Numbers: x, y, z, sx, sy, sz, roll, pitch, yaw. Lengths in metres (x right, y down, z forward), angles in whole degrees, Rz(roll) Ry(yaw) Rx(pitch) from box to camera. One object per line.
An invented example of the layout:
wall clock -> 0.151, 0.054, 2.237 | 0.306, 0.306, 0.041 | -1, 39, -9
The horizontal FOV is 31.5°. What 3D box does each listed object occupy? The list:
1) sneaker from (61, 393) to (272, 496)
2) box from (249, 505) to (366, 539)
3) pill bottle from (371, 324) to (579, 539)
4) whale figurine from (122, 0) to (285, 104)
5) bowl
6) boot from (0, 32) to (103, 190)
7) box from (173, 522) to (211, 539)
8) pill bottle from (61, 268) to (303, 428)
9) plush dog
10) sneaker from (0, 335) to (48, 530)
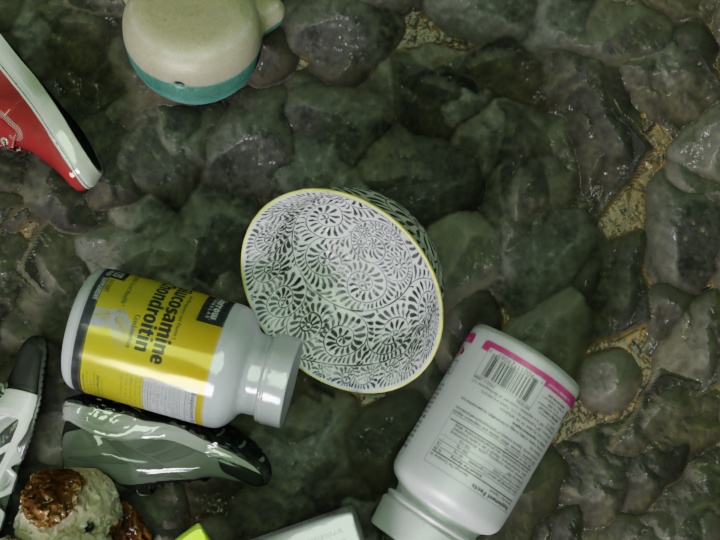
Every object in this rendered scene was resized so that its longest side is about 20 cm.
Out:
sneaker -> -0.176, 0.168, 1.154 | 0.197, 0.074, 0.081 | 12, 94, 5
box -> -0.067, 0.330, 1.100 | 0.196, 0.131, 0.203 | -18, 84, -4
pill bottle -> 0.099, 0.161, 1.133 | 0.113, 0.113, 0.201 | 32, 84, 3
whale figurine -> -0.148, -0.244, 1.198 | 0.157, 0.104, 0.202 | 8, 59, 1
bowl -> 0.000, 0.000, 1.144 | 0.198, 0.094, 0.203 | 14, 123, 22
boot -> -0.342, -0.120, 1.182 | 0.144, 0.072, 0.200 | -41, 77, -5
box -> -0.122, 0.318, 1.004 | 0.121, 0.048, 0.201 | -34, 84, -14
pill bottle -> -0.156, 0.075, 1.135 | 0.197, 0.112, 0.114 | 14, 83, 3
plush dog -> -0.265, 0.251, 1.098 | 0.159, 0.200, 0.173 | 24, 77, 23
sneaker -> -0.338, 0.148, 1.139 | 0.087, 0.074, 0.203 | 20, 82, -13
